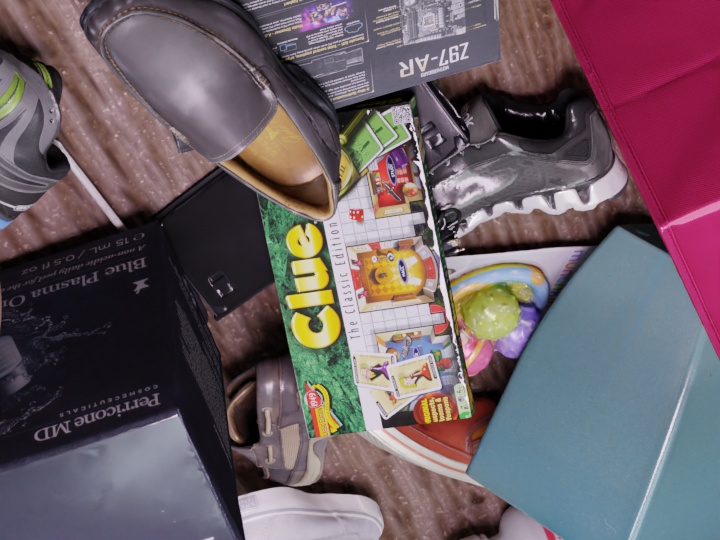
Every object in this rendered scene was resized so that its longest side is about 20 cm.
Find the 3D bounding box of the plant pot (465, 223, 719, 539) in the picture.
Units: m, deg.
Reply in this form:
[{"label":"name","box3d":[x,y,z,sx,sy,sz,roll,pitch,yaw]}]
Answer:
[{"label":"plant pot","box3d":[0.194,0.076,1.705,0.141,0.141,0.200,-4,119,-51]}]

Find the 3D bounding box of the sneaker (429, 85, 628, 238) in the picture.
[{"label":"sneaker","box3d":[0.062,-0.067,1.564,0.200,0.066,0.091,-14,128,1]}]

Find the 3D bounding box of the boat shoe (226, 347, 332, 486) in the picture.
[{"label":"boat shoe","box3d":[-0.055,0.090,1.670,0.073,0.075,0.200,4,156,-10]}]

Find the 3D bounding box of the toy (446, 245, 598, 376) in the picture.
[{"label":"toy","box3d":[0.071,0.038,1.702,0.200,0.047,0.115,-1,144,-23]}]

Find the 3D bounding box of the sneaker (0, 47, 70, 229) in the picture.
[{"label":"sneaker","box3d":[-0.208,-0.103,1.384,0.083,0.071,0.200,-32,145,-11]}]

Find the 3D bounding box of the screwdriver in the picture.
[{"label":"screwdriver","box3d":[-0.140,-0.017,1.546,0.028,0.029,0.200,-27,143,5]}]

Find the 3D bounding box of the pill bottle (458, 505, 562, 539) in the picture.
[{"label":"pill bottle","box3d":[0.171,0.217,1.921,0.200,0.111,0.111,-17,142,-9]}]

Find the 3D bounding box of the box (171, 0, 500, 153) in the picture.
[{"label":"box","box3d":[-0.023,-0.158,1.422,0.200,0.044,0.160,-17,143,-7]}]

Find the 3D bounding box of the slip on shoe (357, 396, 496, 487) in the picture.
[{"label":"slip on shoe","box3d":[0.068,0.115,1.793,0.200,0.074,0.061,18,92,-34]}]

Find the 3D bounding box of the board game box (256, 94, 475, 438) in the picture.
[{"label":"board game box","box3d":[0.000,0.000,1.526,0.105,0.023,0.200,-8,106,14]}]

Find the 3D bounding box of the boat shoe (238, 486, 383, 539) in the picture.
[{"label":"boat shoe","box3d":[-0.035,0.194,1.786,0.072,0.069,0.200,-17,165,16]}]

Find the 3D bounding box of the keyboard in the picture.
[{"label":"keyboard","box3d":[-0.018,-0.035,1.540,0.200,0.021,0.127,-34,98,18]}]

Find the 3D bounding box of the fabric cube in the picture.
[{"label":"fabric cube","box3d":[0.258,-0.087,1.527,0.199,0.200,0.196,-26,144,7]}]

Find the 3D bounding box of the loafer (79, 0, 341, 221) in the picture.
[{"label":"loafer","box3d":[-0.072,-0.093,1.380,0.073,0.072,0.200,-38,139,21]}]

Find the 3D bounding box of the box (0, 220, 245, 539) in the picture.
[{"label":"box","box3d":[-0.183,0.093,1.485,0.197,0.200,0.117,-18,125,3]}]
